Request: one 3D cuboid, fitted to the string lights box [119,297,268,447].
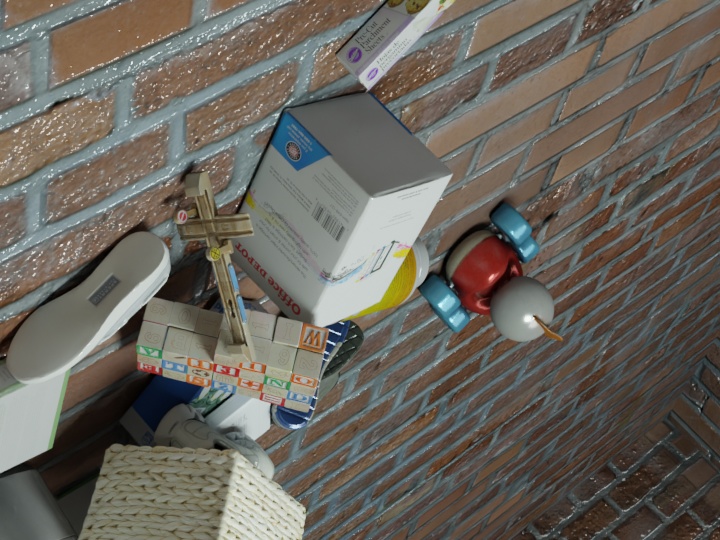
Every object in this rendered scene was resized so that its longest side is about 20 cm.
[{"bbox_3d":[-0.190,0.126,1.814,0.200,0.059,0.103,-50,161,13],"label":"string lights box"}]

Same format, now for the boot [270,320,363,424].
[{"bbox_3d":[-0.059,0.138,2.086,0.200,0.068,0.130,-43,164,15],"label":"boot"}]

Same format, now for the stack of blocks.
[{"bbox_3d":[-0.140,0.086,1.637,0.115,0.198,0.059,108,-5,-66],"label":"stack of blocks"}]

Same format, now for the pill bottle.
[{"bbox_3d":[0.000,0.000,1.869,0.199,0.109,0.110,-13,142,-53],"label":"pill bottle"}]

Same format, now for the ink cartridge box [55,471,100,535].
[{"bbox_3d":[-0.365,0.364,1.888,0.145,0.084,0.201,-30,153,-33],"label":"ink cartridge box"}]

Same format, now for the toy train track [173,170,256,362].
[{"bbox_3d":[-0.148,0.001,1.536,0.114,0.202,0.032,-3,-163,44],"label":"toy train track"}]

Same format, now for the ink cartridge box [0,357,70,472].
[{"bbox_3d":[-0.393,0.166,1.537,0.199,0.048,0.146,-26,151,-39],"label":"ink cartridge box"}]

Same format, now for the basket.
[{"bbox_3d":[-0.185,0.307,1.696,0.200,0.196,0.163,49,47,-51],"label":"basket"}]

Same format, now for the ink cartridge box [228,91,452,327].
[{"bbox_3d":[-0.027,-0.064,1.655,0.144,0.147,0.201,-20,148,-47],"label":"ink cartridge box"}]

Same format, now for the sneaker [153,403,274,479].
[{"bbox_3d":[-0.161,0.228,1.793,0.076,0.081,0.200,-57,141,-2],"label":"sneaker"}]

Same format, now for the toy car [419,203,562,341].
[{"bbox_3d":[0.223,0.045,2.228,0.184,0.200,0.177,-44,158,-2],"label":"toy car"}]

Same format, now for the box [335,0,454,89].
[{"bbox_3d":[0.060,-0.278,1.580,0.200,0.041,0.039,-45,158,1],"label":"box"}]

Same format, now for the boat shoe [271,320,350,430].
[{"bbox_3d":[-0.074,0.105,1.940,0.202,0.072,0.072,-68,-163,-14],"label":"boat shoe"}]

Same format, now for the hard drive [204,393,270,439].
[{"bbox_3d":[-0.195,0.223,1.871,0.199,0.027,0.132,-38,160,-22],"label":"hard drive"}]

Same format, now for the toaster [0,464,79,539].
[{"bbox_3d":[-0.404,0.306,1.657,0.199,0.129,0.114,-14,142,-52],"label":"toaster"}]

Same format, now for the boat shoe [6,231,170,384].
[{"bbox_3d":[-0.270,0.044,1.529,0.200,0.072,0.069,-50,159,-14],"label":"boat shoe"}]
